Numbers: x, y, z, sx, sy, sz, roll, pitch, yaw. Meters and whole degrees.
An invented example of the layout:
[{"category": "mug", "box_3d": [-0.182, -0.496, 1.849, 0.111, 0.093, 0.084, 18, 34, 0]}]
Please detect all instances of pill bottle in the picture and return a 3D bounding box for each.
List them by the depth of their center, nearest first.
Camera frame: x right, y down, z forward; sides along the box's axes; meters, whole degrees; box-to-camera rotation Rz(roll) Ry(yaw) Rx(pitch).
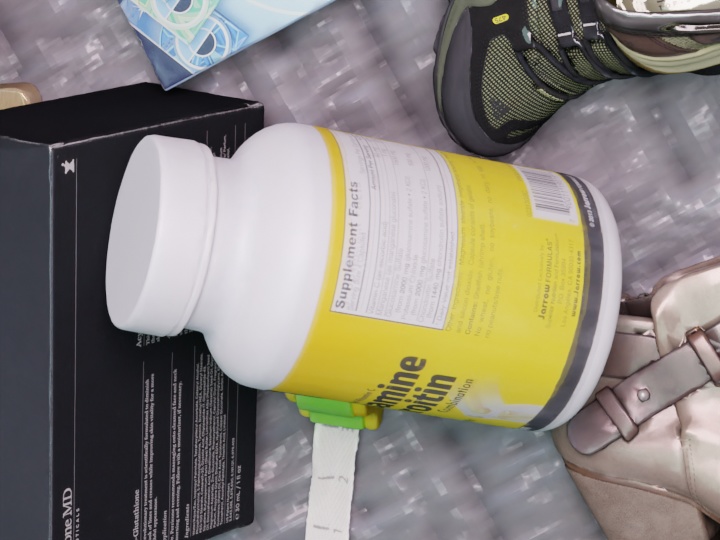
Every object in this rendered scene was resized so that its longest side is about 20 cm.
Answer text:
[{"category": "pill bottle", "box_3d": [0.000, 0.000, 1.160, 0.199, 0.112, 0.112, 10, 108, -18]}]

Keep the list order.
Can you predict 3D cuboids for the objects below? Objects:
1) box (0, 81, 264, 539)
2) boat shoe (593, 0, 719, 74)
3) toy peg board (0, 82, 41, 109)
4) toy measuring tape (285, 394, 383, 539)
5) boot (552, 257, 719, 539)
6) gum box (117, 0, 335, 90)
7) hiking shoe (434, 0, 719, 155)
[{"category": "box", "box_3d": [-0.116, 0.027, 1.227, 0.079, 0.141, 0.201, 12, 107, 33]}, {"category": "boat shoe", "box_3d": [0.181, -0.130, 1.049, 0.200, 0.066, 0.072, -22, 84, 18]}, {"category": "toy peg board", "box_3d": [-0.244, 0.026, 1.284, 0.198, 0.098, 0.201, -3, 103, 13]}, {"category": "toy measuring tape", "box_3d": [-0.014, 0.067, 1.260, 0.073, 0.074, 0.201, 10, 105, 10]}, {"category": "boot", "box_3d": [0.183, 0.064, 1.213, 0.199, 0.070, 0.147, -12, 95, 11]}, {"category": "gum box", "box_3d": [-0.037, -0.200, 1.211, 0.200, 0.045, 0.170, -27, 96, 16]}, {"category": "hiking shoe", "box_3d": [0.107, -0.110, 1.153, 0.200, 0.076, 0.101, -50, 45, 27]}]
